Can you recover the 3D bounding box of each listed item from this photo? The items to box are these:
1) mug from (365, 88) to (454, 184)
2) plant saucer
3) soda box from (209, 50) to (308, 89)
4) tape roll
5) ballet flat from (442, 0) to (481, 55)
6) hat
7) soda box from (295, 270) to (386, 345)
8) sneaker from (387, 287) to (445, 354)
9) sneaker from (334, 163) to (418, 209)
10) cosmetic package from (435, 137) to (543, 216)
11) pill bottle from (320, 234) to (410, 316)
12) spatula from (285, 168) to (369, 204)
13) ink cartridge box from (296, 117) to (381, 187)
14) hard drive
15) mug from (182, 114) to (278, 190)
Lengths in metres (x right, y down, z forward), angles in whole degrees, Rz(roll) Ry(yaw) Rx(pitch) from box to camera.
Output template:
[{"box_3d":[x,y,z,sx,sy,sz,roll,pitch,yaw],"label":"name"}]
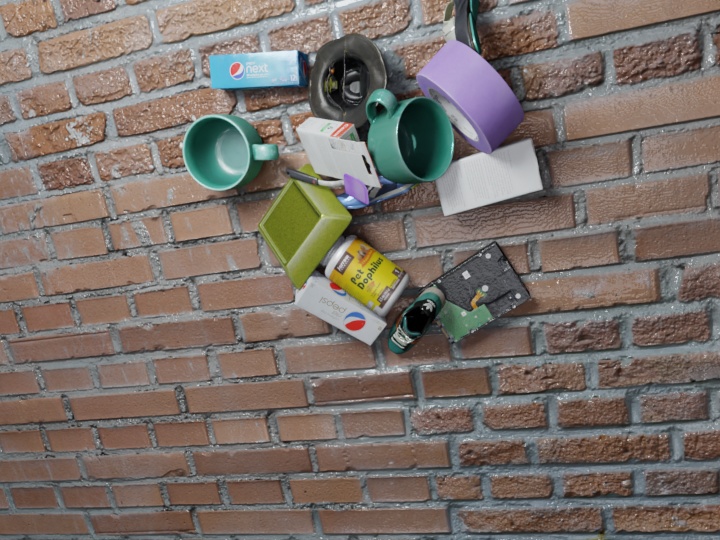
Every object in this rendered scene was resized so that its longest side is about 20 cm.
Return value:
[{"box_3d":[0.083,-0.257,1.119,0.114,0.151,0.188,4,116,52],"label":"mug"},{"box_3d":[-0.136,-0.100,1.246,0.200,0.048,0.201,-51,54,19],"label":"plant saucer"},{"box_3d":[-0.212,-0.417,1.234,0.197,0.064,0.069,2,103,13],"label":"soda box"},{"box_3d":[0.199,-0.315,1.079,0.085,0.200,0.200,-44,90,5],"label":"tape roll"},{"box_3d":[0.185,-0.454,1.083,0.072,0.203,0.073,4,149,2],"label":"ballet flat"},{"box_3d":[-0.011,-0.370,1.182,0.199,0.080,0.204,5,97,39],"label":"hat"},{"box_3d":[-0.042,0.080,1.277,0.198,0.064,0.068,31,111,-18],"label":"soda box"},{"box_3d":[0.104,0.120,1.254,0.071,0.080,0.201,39,130,9],"label":"sneaker"},{"box_3d":[0.022,-0.180,1.232,0.197,0.074,0.083,-19,99,8],"label":"sneaker"},{"box_3d":[0.252,-0.186,1.171,0.197,0.071,0.103,-14,100,17],"label":"cosmetic package"},{"box_3d":[0.000,0.000,1.258,0.199,0.109,0.110,35,109,3],"label":"pill bottle"},{"box_3d":[-0.070,-0.181,1.199,0.197,0.021,0.057,16,141,20],"label":"spatula"},{"box_3d":[-0.032,-0.236,1.169,0.199,0.050,0.110,21,147,41],"label":"ink cartridge box"},{"box_3d":[0.239,0.049,1.249,0.199,0.038,0.141,-35,93,18],"label":"hard drive"},{"box_3d":[-0.271,-0.244,1.256,0.184,0.114,0.153,34,108,3],"label":"mug"}]
